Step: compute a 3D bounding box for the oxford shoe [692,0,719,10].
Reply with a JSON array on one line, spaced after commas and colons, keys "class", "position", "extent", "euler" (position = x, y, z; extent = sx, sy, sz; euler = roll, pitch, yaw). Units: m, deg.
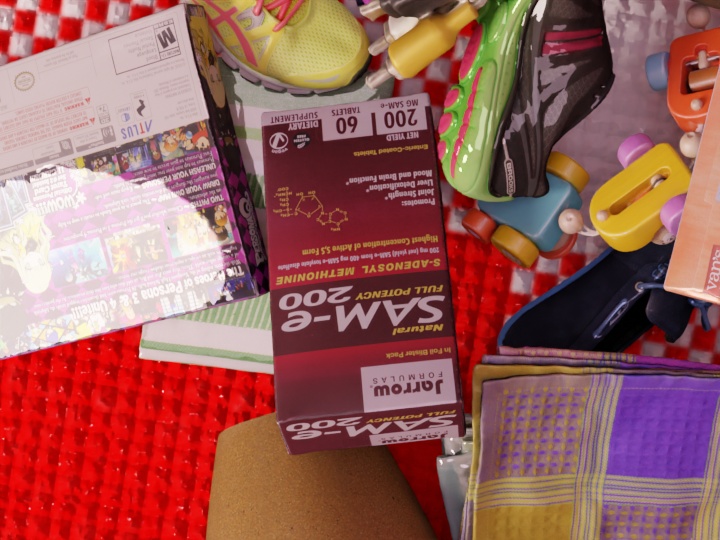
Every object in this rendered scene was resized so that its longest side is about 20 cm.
[{"class": "oxford shoe", "position": [0.263, -0.174, 0.820], "extent": [0.197, 0.085, 0.074], "euler": [-4, 120, -25]}]

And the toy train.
[{"class": "toy train", "position": [0.156, -0.071, 0.843], "extent": [0.198, 0.056, 0.152], "euler": [-15, 55, 29]}]

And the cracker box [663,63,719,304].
[{"class": "cracker box", "position": [0.262, -0.037, 0.800], "extent": [0.057, 0.198, 0.136], "euler": [17, 95, 43]}]

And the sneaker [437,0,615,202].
[{"class": "sneaker", "position": [0.110, -0.135, 0.799], "extent": [0.083, 0.077, 0.202], "euler": [16, 106, -22]}]

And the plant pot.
[{"class": "plant pot", "position": [-0.023, 0.188, 0.842], "extent": [0.184, 0.186, 0.203], "euler": [-15, 78, 4]}]

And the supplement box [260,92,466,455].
[{"class": "supplement box", "position": [0.000, 0.000, 0.817], "extent": [0.107, 0.061, 0.203], "euler": [-7, 65, 3]}]

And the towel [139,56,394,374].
[{"class": "towel", "position": [-0.064, -0.034, 0.901], "extent": [0.150, 0.023, 0.203], "euler": [7, 91, 2]}]

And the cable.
[{"class": "cable", "position": [0.077, -0.173, 0.758], "extent": [0.198, 0.050, 0.099], "euler": [-15, 64, 32]}]

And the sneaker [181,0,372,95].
[{"class": "sneaker", "position": [-0.076, -0.185, 0.852], "extent": [0.199, 0.090, 0.079], "euler": [36, 73, 0]}]

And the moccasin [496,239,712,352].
[{"class": "moccasin", "position": [0.182, 0.020, 0.860], "extent": [0.199, 0.080, 0.069], "euler": [-39, 54, 15]}]

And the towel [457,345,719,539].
[{"class": "towel", "position": [0.155, 0.118, 0.802], "extent": [0.197, 0.023, 0.146], "euler": [4, 111, -4]}]

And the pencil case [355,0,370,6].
[{"class": "pencil case", "position": [0.087, -0.211, 0.853], "extent": [0.197, 0.085, 0.094], "euler": [-8, 77, 4]}]

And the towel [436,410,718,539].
[{"class": "towel", "position": [0.143, 0.168, 0.858], "extent": [0.168, 0.048, 0.203], "euler": [-10, 113, 5]}]

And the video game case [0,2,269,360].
[{"class": "video game case", "position": [-0.166, -0.052, 0.870], "extent": [0.197, 0.036, 0.184], "euler": [-14, 92, 21]}]
